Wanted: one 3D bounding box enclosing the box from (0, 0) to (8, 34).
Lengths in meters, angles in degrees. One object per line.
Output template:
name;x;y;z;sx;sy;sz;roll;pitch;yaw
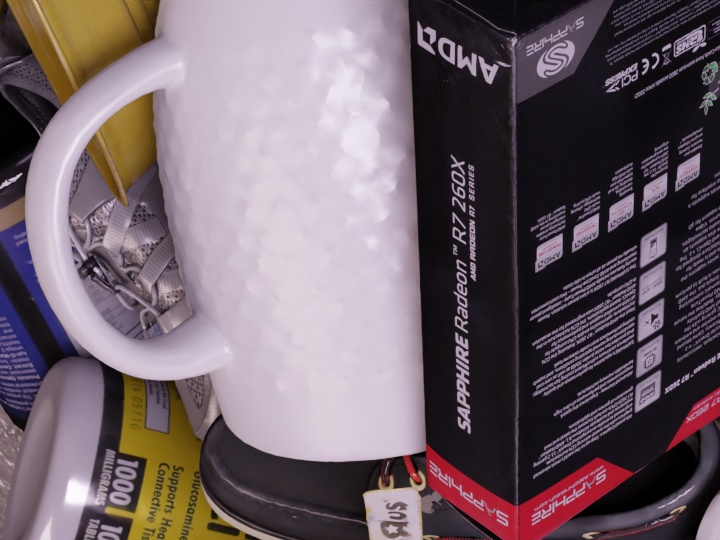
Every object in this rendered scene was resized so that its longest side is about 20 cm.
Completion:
box;-0.193;-0.077;1.069;0.064;0.201;0.070;14;152;-7

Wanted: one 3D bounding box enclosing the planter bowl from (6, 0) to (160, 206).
planter bowl;-0.101;-0.132;0.961;0.201;0.083;0.201;61;173;13

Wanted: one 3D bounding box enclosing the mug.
mug;-0.023;-0.035;0.887;0.147;0.199;0.177;30;139;59

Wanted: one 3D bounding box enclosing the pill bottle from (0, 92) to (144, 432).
pill bottle;-0.141;0.011;1.213;0.111;0.112;0.201;14;139;46

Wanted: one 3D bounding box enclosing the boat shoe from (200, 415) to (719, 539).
boat shoe;0.036;0.067;0.935;0.200;0.074;0.063;2;157;10

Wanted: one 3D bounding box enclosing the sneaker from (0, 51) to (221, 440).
sneaker;-0.100;-0.012;1.082;0.201;0.082;0.075;67;155;15

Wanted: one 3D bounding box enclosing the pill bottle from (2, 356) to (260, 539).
pill bottle;-0.056;0.115;1.155;0.199;0.113;0.112;14;158;-16

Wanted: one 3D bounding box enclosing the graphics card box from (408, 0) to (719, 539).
graphics card box;0.077;-0.021;0.803;0.051;0.125;0.201;34;142;37

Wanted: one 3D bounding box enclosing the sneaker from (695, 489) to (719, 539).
sneaker;0.188;0.171;0.881;0.146;0.080;0.201;37;148;44

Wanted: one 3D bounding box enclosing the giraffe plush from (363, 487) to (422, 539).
giraffe plush;0.027;0.197;0.860;0.171;0.163;0.200;-12;139;18
